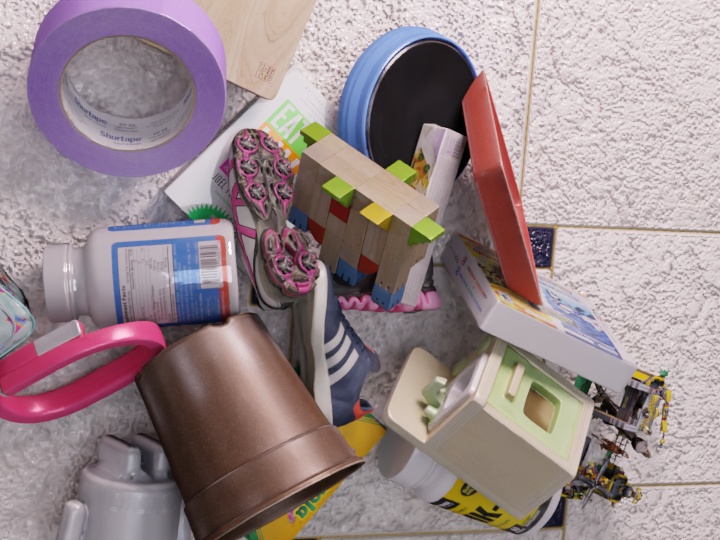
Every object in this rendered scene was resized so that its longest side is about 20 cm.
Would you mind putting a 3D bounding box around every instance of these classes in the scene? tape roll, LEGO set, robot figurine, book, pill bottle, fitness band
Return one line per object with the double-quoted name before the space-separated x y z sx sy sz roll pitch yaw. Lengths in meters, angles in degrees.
"tape roll" -0.237 -0.195 1.503 0.200 0.066 0.200 -3 128 -4
"LEGO set" 0.323 0.205 1.785 0.154 0.116 0.200 29 86 -38
"robot figurine" -0.255 0.280 1.598 0.169 0.113 0.201 2 99 -37
"book" -0.105 -0.113 1.632 0.200 0.048 0.134 -46 110 -5
"pill bottle" 0.129 0.232 1.734 0.200 0.114 0.115 23 90 -22
"pill bottle" -0.231 0.006 1.556 0.199 0.112 0.113 -4 100 -5
"fitness band" -0.298 0.105 1.532 0.200 0.144 0.037 -27 66 13

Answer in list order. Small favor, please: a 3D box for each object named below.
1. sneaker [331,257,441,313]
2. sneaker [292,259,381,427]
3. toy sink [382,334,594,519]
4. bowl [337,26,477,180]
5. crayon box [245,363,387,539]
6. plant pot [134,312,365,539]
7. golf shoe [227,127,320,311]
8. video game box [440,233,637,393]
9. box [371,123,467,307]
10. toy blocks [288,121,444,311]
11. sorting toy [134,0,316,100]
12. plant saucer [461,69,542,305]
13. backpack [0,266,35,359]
"sneaker" 0.000 0.000 1.677 0.200 0.079 0.096 2 89 -27
"sneaker" -0.022 0.077 1.609 0.084 0.075 0.200 -11 117 -17
"toy sink" 0.146 0.154 1.639 0.200 0.130 0.112 37 129 -7
"bowl" 0.060 -0.170 1.644 0.200 0.039 0.201 -15 112 -40
"crayon box" -0.081 0.215 1.682 0.119 0.058 0.200 44 82 -20
"plant pot" -0.129 0.165 1.549 0.200 0.200 0.199 -27 78 -14
"golf shoe" -0.110 -0.053 1.567 0.072 0.092 0.200 -2 69 -36
"video game box" 0.203 0.047 1.695 0.200 0.182 0.047 25 106 -23
"box" 0.065 -0.061 1.626 0.041 0.039 0.200 16 91 -44
"toy blocks" -0.002 -0.048 1.580 0.100 0.200 0.137 -36 152 -40
"sorting toy" -0.150 -0.313 1.565 0.198 0.070 0.200 23 91 -22
"plant saucer" 0.154 -0.089 1.636 0.037 0.200 0.200 -15 127 9
"backpack" -0.446 0.030 1.470 0.176 0.153 0.200 -39 102 -5
